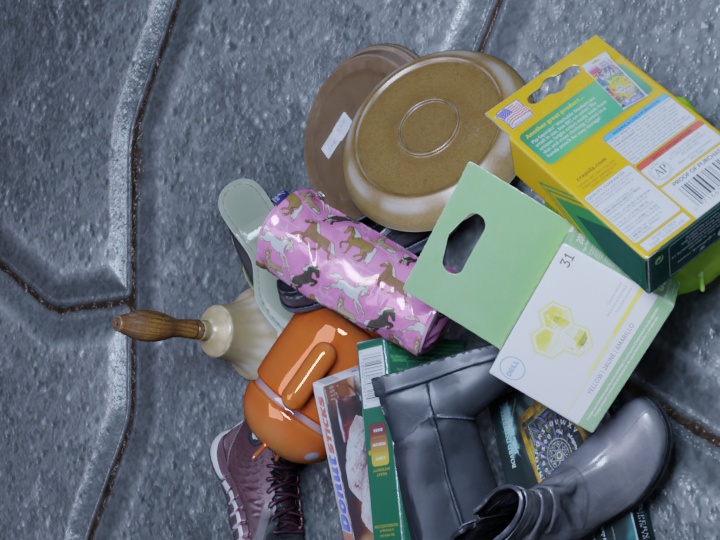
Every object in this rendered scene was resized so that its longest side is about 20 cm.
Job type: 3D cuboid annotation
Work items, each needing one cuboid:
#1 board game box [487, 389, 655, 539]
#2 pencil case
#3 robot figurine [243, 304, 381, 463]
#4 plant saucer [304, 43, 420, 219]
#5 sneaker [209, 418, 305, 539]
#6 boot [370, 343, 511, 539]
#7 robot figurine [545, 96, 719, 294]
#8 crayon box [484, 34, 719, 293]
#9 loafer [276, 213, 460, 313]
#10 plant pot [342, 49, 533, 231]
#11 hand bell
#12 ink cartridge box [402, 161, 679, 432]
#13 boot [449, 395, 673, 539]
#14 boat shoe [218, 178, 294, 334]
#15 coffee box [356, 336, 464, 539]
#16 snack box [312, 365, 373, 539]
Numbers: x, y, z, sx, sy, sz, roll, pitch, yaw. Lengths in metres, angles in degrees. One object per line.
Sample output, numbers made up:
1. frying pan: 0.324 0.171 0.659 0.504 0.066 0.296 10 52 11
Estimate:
1. board game box: 0.190 0.195 1.506 0.135 0.028 0.203 -25 70 41
2. pencil case: 0.000 0.000 1.543 0.199 0.083 0.087 30 118 16
3. robot figurine: -0.039 0.106 1.663 0.201 0.116 0.144 -55 28 2
4. plant saucer: 0.008 -0.133 1.717 0.199 0.029 0.203 -5 83 45
5. sneaker: -0.084 0.225 1.743 0.116 0.075 0.201 -46 56 27
6. boot: 0.111 0.173 1.505 0.163 0.066 0.203 -16 88 -3
7. robot figurine: 0.237 -0.056 1.419 0.199 0.116 0.176 34 77 36
8. crayon box: 0.210 -0.089 1.340 0.125 0.052 0.200 -35 55 -13
9. loafer: 0.001 -0.032 1.621 0.198 0.063 0.072 -28 41 -1
10. plant pot: 0.068 -0.131 1.595 0.198 0.028 0.202 -13 57 20
11. hand bell: -0.178 0.063 1.761 0.103 0.199 0.106 -4 83 43
12. ink cartridge box: 0.141 0.023 1.378 0.198 0.048 0.146 29 122 3
13. boot: 0.170 0.188 1.414 0.070 0.131 0.201 50 119 35
14. boat shoe: -0.088 -0.004 1.780 0.071 0.061 0.203 -26 67 -2
15. coffee box: 0.056 0.165 1.576 0.044 0.122 0.203 -15 77 41
16. snack box: 0.007 0.193 1.609 0.024 0.071 0.203 10 114 57
